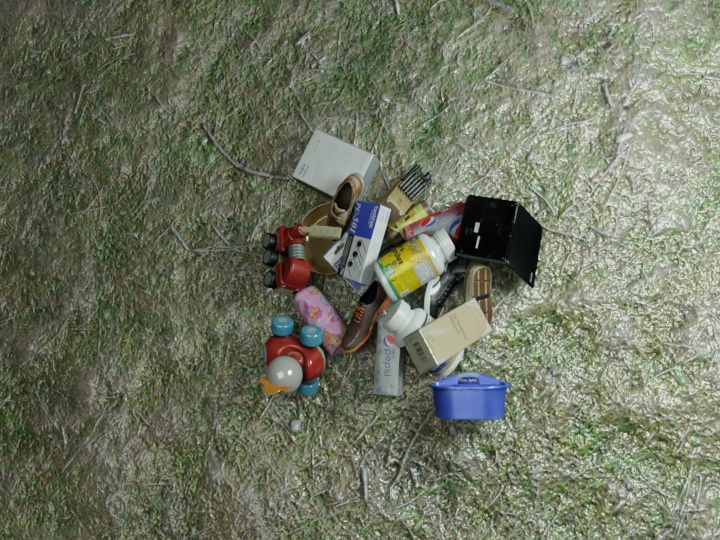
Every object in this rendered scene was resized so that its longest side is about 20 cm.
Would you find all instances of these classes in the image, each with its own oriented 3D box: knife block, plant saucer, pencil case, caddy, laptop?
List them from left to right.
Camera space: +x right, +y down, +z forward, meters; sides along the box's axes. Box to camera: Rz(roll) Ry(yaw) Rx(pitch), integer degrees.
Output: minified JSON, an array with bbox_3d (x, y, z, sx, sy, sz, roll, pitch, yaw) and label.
[{"bbox_3d":[-0.102,0.136,1.557,0.087,0.087,0.201,-43,72,6],"label":"pencil case"},{"bbox_3d":[-0.085,-0.087,1.610,0.196,0.035,0.205,-3,81,15],"label":"plant saucer"},{"bbox_3d":[0.106,-0.201,1.556,0.064,0.199,0.176,45,51,-9],"label":"knife block"},{"bbox_3d":[0.264,0.299,1.387,0.196,0.141,0.107,-3,83,15],"label":"caddy"},{"bbox_3d":[0.345,-0.074,1.414,0.196,0.104,0.180,10,64,15],"label":"laptop"}]

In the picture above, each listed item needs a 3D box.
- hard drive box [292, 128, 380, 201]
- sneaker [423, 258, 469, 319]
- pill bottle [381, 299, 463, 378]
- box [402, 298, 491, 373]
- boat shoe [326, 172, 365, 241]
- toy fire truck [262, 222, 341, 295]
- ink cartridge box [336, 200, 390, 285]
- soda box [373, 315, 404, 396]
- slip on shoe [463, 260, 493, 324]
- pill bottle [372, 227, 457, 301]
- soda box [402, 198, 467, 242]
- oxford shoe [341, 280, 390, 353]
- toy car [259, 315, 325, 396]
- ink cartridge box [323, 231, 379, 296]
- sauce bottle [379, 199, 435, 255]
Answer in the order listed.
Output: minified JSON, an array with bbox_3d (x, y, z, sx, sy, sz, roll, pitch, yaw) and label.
[{"bbox_3d":[-0.068,-0.284,1.617,0.198,0.077,0.158,28,90,19],"label":"hard drive box"},{"bbox_3d":[0.230,0.041,1.475,0.110,0.073,0.204,8,82,19],"label":"sneaker"},{"bbox_3d":[0.151,0.166,1.421,0.199,0.111,0.112,39,93,-8],"label":"pill bottle"},{"bbox_3d":[0.204,0.150,1.341,0.198,0.078,0.096,-25,82,-35],"label":"box"},{"bbox_3d":[-0.054,-0.165,1.525,0.075,0.072,0.203,30,119,16],"label":"boat shoe"},{"bbox_3d":[-0.154,-0.046,1.522,0.199,0.127,0.179,-31,54,39],"label":"toy fire truck"},{"bbox_3d":[0.008,-0.072,1.482,0.093,0.044,0.204,17,92,46],"label":"ink cartridge box"},{"bbox_3d":[0.078,0.223,1.495,0.067,0.063,0.205,1,81,18],"label":"soda box"},{"bbox_3d":[0.288,0.075,1.440,0.074,0.061,0.204,-10,112,-14],"label":"slip on shoe"},{"bbox_3d":[0.138,-0.019,1.419,0.198,0.113,0.114,-30,74,5],"label":"pill bottle"},{"bbox_3d":[0.213,-0.110,1.485,0.197,0.071,0.064,-23,34,4],"label":"soda box"},{"bbox_3d":[0.001,0.115,1.472,0.070,0.073,0.202,21,74,37],"label":"oxford shoe"},{"bbox_3d":[-0.201,0.250,1.472,0.174,0.200,0.188,15,114,18],"label":"toy car"},{"bbox_3d":[0.000,0.000,1.544,0.095,0.037,0.200,-45,89,4],"label":"ink cartridge box"},{"bbox_3d":[0.112,-0.109,1.540,0.199,0.065,0.065,-36,73,7],"label":"sauce bottle"}]
